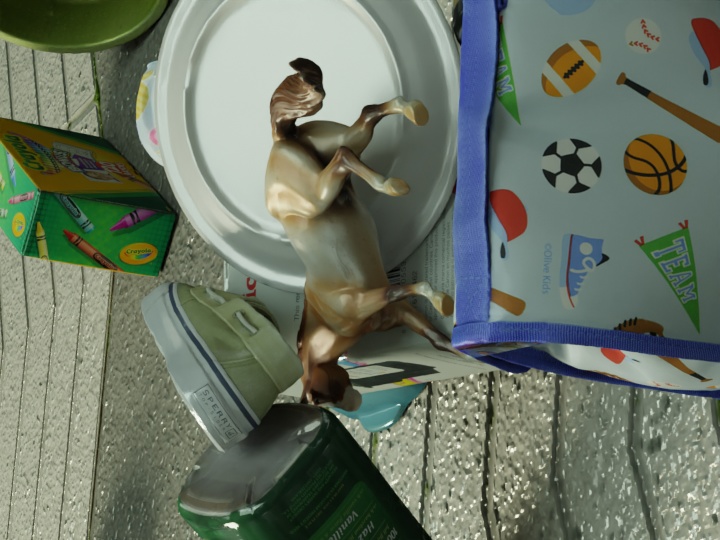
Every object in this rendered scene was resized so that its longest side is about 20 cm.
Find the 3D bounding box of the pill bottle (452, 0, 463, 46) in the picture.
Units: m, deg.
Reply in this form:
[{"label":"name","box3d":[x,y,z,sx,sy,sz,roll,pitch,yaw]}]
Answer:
[{"label":"pill bottle","box3d":[0.104,-0.213,0.977,0.112,0.111,0.201,-21,64,57]}]

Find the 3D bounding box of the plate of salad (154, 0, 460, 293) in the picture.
[{"label":"plate of salad","box3d":[-0.026,-0.088,1.016,0.199,0.048,0.202,4,98,30]}]

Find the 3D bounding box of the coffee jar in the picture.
[{"label":"coffee jar","box3d":[0.000,0.166,0.980,0.085,0.200,0.104,-48,21,-23]}]

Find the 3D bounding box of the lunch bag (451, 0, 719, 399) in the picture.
[{"label":"lunch bag","box3d":[0.125,-0.036,0.800,0.124,0.199,0.171,-15,69,58]}]

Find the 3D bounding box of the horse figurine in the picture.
[{"label":"horse figurine","box3d":[-0.005,-0.019,0.948,0.132,0.050,0.201,2,117,49]}]

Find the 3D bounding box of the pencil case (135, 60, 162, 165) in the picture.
[{"label":"pencil case","box3d":[-0.085,-0.128,1.314,0.200,0.083,0.091,-12,93,58]}]

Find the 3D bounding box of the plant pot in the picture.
[{"label":"plant pot","box3d":[-0.248,-0.321,1.585,0.200,0.199,0.191,-45,32,46]}]

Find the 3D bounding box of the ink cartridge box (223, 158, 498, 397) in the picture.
[{"label":"ink cartridge box","box3d":[0.018,-0.014,1.057,0.199,0.083,0.147,-13,70,44]}]

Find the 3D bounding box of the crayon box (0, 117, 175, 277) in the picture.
[{"label":"crayon box","box3d":[-0.243,-0.064,1.540,0.200,0.118,0.059,42,118,56]}]

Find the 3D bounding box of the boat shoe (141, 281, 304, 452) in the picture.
[{"label":"boat shoe","box3d":[-0.071,0.044,1.005,0.072,0.062,0.200,60,175,-19]}]

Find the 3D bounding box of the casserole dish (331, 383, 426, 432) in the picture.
[{"label":"casserole dish","box3d":[0.000,0.000,1.176,0.121,0.039,0.201,-25,62,56]}]
